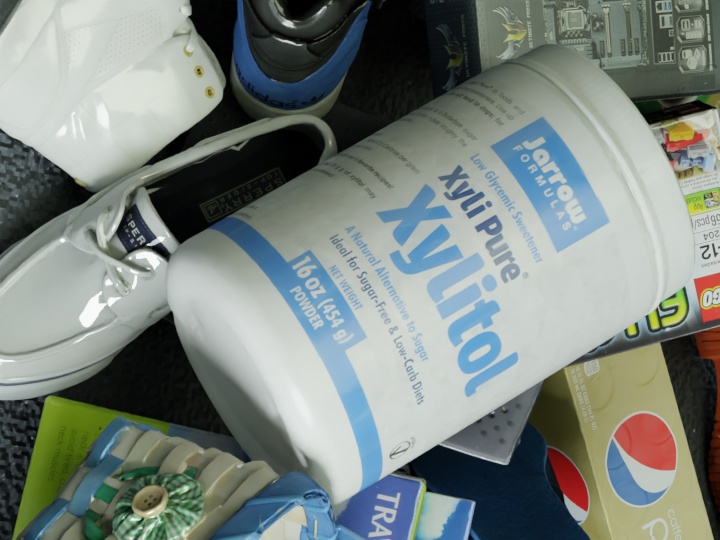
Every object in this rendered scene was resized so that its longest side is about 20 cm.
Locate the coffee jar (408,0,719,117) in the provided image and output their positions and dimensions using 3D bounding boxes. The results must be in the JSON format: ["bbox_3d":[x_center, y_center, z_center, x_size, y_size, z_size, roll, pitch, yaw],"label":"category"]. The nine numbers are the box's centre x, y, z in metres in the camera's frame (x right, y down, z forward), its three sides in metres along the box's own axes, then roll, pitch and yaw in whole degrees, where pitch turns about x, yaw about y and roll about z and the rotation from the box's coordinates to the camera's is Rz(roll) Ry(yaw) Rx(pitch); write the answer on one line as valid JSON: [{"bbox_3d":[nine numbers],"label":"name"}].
[{"bbox_3d":[0.124,-0.113,1.352,0.200,0.085,0.104,37,67,-29],"label":"coffee jar"}]

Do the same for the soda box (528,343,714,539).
[{"bbox_3d":[0.136,0.128,1.380,0.068,0.064,0.200,-25,105,-33],"label":"soda box"}]

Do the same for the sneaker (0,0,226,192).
[{"bbox_3d":[-0.097,-0.134,1.207,0.116,0.074,0.200,40,79,-31],"label":"sneaker"}]

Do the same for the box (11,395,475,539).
[{"bbox_3d":[-0.057,0.137,1.186,0.200,0.048,0.122,12,83,4],"label":"box"}]

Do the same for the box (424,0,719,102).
[{"bbox_3d":[0.104,-0.178,1.252,0.157,0.051,0.200,-8,94,-28],"label":"box"}]

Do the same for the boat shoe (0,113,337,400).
[{"bbox_3d":[-0.098,-0.014,1.177,0.200,0.065,0.074,-35,80,-13],"label":"boat shoe"}]

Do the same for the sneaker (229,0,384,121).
[{"bbox_3d":[-0.012,-0.174,1.217,0.077,0.111,0.200,17,67,-1],"label":"sneaker"}]

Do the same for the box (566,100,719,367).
[{"bbox_3d":[0.089,-0.006,1.304,0.200,0.035,0.110,-15,101,-4],"label":"box"}]

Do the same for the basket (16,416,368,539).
[{"bbox_3d":[-0.060,0.167,1.070,0.176,0.200,0.139,-51,159,-26],"label":"basket"}]

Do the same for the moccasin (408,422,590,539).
[{"bbox_3d":[0.062,0.130,1.264,0.080,0.200,0.068,-7,114,-5],"label":"moccasin"}]

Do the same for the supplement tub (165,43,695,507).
[{"bbox_3d":[0.029,0.002,1.140,0.200,0.132,0.132,-31,109,-16],"label":"supplement tub"}]

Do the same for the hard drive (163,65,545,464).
[{"bbox_3d":[0.000,0.000,1.238,0.200,0.042,0.135,24,75,2],"label":"hard drive"}]

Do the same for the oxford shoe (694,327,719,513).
[{"bbox_3d":[0.235,0.078,1.447,0.073,0.071,0.200,-13,98,-40],"label":"oxford shoe"}]
